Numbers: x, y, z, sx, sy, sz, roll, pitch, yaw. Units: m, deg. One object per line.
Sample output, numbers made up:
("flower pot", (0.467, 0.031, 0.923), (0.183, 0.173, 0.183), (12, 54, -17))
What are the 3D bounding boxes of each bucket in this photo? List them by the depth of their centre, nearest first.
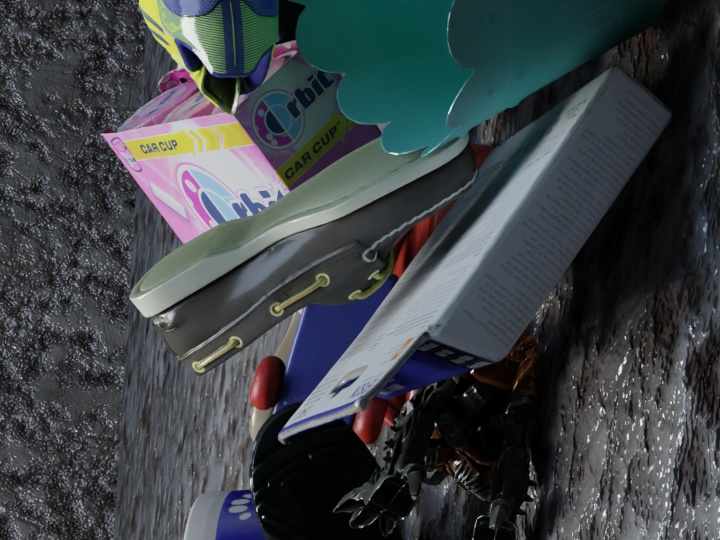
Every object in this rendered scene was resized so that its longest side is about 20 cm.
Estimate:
("bucket", (0.044, -0.170, 0.984), (0.208, 0.134, 0.208), (52, 157, 33))

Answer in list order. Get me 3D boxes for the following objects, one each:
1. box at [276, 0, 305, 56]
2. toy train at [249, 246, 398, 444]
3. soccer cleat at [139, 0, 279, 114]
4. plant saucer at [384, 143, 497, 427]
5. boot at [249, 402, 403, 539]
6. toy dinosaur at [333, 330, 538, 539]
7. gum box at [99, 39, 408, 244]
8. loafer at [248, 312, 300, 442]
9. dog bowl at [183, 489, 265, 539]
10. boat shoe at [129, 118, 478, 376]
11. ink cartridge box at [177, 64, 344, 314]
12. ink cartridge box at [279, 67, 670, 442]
("box", (-0.012, -0.236, 1.121), (0.107, 0.147, 0.201), (57, 166, 42))
("toy train", (0.000, 0.000, 1.298), (0.116, 0.084, 0.202), (-67, -5, -68))
("soccer cleat", (-0.078, -0.118, 1.075), (0.200, 0.064, 0.085), (163, 101, -82))
("plant saucer", (0.037, 0.016, 1.349), (0.200, 0.036, 0.202), (-154, 71, -78))
("boot", (-0.016, 0.158, 1.261), (0.201, 0.076, 0.168), (60, 173, -13))
("toy dinosaur", (0.053, 0.079, 1.124), (0.201, 0.101, 0.137), (76, -150, -59))
("gum box", (-0.059, -0.057, 1.178), (0.066, 0.114, 0.199), (-44, 19, -21))
("loafer", (-0.016, 0.042, 1.518), (0.076, 0.068, 0.202), (57, -126, -78))
("dog bowl", (-0.063, 0.249, 1.423), (0.200, 0.078, 0.202), (-5, -90, -82))
("boat shoe", (-0.020, -0.010, 1.052), (0.200, 0.061, 0.072), (-26, 17, 24))
("ink cartridge box", (-0.048, -0.069, 1.416), (0.200, 0.040, 0.200), (42, 144, 18))
("ink cartridge box", (0.050, 0.008, 1.016), (0.201, 0.041, 0.200), (-52, 5, -14))
